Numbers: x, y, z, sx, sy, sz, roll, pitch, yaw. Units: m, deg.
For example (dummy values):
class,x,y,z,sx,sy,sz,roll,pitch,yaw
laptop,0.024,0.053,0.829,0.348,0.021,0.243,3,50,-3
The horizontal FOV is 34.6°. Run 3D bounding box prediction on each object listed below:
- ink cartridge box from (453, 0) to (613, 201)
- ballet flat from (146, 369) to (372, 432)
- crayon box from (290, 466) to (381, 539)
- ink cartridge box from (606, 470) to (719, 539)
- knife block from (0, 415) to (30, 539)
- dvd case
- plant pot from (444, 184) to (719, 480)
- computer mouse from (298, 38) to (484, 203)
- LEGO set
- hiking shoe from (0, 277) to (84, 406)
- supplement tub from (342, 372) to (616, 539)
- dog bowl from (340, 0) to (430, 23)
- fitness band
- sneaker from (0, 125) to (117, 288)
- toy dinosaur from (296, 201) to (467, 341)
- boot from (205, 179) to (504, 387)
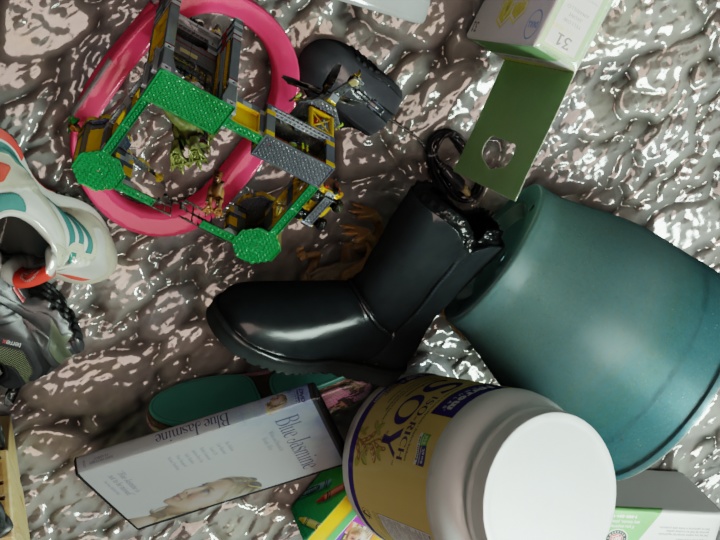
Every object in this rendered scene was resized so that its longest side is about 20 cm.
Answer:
class,x,y,z,sx,sy,sz,roll,pitch,yaw
ink cartridge box,0.121,-0.164,0.874,0.047,0.146,0.202,26,96,-19
ballet flat,-0.078,0.117,0.977,0.197,0.069,0.072,-17,132,-10
crayon box,0.049,0.237,1.053,0.199,0.058,0.119,40,95,-24
ink cartridge box,0.245,0.300,1.117,0.142,0.084,0.203,6,107,-17
knife block,-0.292,0.194,0.876,0.063,0.176,0.203,-6,111,-12
dvd case,-0.114,0.155,0.941,0.197,0.018,0.143,-18,148,1
plant pot,0.178,0.037,0.954,0.187,0.200,0.201,34,98,-10
computer mouse,0.030,-0.116,0.936,0.199,0.034,0.059,34,97,-24
LEGO set,-0.105,-0.110,0.842,0.197,0.117,0.154,19,133,-20
hiking shoe,-0.302,0.018,0.866,0.100,0.076,0.200,-42,115,-2
supplement tub,0.088,0.161,0.904,0.143,0.199,0.148,0,90,-29
dog bowl,-0.042,-0.225,0.745,0.197,0.200,0.080,13,103,-19
fitness band,-0.135,-0.121,0.888,0.143,0.037,0.201,37,97,-27
sneaker,-0.232,-0.017,0.823,0.069,0.094,0.200,-22,151,6
toy dinosaur,0.002,0.004,0.970,0.197,0.061,0.108,-1,122,-21
boot,0.000,0.000,0.876,0.198,0.077,0.169,15,120,-38
